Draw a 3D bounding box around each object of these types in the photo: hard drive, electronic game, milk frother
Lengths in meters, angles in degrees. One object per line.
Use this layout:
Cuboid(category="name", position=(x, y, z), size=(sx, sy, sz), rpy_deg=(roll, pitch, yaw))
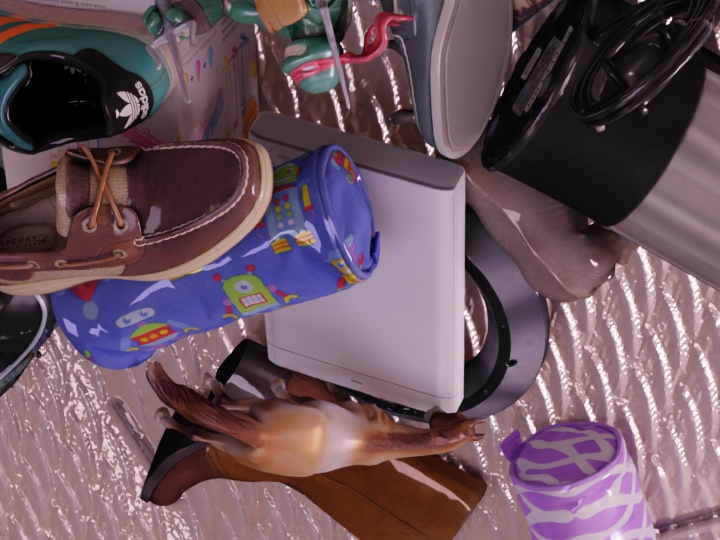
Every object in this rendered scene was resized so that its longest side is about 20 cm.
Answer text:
Cuboid(category="hard drive", position=(0.000, 0.000, 1.306), size=(0.131, 0.027, 0.201), rpy_deg=(17, 138, 17))
Cuboid(category="electronic game", position=(0.027, 0.018, 1.370), size=(0.199, 0.042, 0.201), rpy_deg=(15, 132, 18))
Cuboid(category="milk frother", position=(0.185, -0.067, 1.139), size=(0.187, 0.200, 0.181), rpy_deg=(28, 117, -10))

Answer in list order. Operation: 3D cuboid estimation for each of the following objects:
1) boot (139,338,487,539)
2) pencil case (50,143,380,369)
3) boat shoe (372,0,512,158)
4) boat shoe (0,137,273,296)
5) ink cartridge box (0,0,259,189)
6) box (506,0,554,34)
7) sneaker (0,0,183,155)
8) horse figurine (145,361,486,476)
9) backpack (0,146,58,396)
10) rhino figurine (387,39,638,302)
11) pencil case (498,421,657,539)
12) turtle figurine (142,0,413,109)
Cuboid(category="boot", position=(-0.037, 0.148, 1.482), size=(0.199, 0.069, 0.188), rpy_deg=(32, 127, -13))
Cuboid(category="pencil case", position=(-0.082, -0.002, 1.232), size=(0.199, 0.078, 0.087), rpy_deg=(-21, 127, 23))
Cuboid(category="boat shoe", position=(0.040, -0.162, 1.183), size=(0.061, 0.073, 0.201), rpy_deg=(15, 120, 33))
Cuboid(category="boat shoe", position=(-0.145, -0.033, 1.184), size=(0.199, 0.072, 0.073), rpy_deg=(-11, 72, 26))
Cuboid(category="ink cartridge box", position=(-0.140, -0.106, 1.314), size=(0.124, 0.129, 0.201), rpy_deg=(8, 123, 18))
Cuboid(category="box", position=(0.130, -0.221, 1.176), size=(0.082, 0.049, 0.200), rpy_deg=(47, 125, -9))
Cuboid(category="sneaker", position=(-0.204, -0.109, 1.207), size=(0.199, 0.080, 0.072), rpy_deg=(2, 120, 22))
Cuboid(category="horse figurine", position=(-0.038, 0.093, 1.303), size=(0.132, 0.199, 0.050), rpy_deg=(18, 98, 47))
Cuboid(category="backpack", position=(-0.286, 0.008, 1.430), size=(0.177, 0.151, 0.200), rpy_deg=(42, 119, -2))
Cuboid(category="rhino figurine", position=(0.084, -0.063, 1.268), size=(0.060, 0.088, 0.200), rpy_deg=(-36, 101, 34))
Cuboid(category="pencil case", position=(0.156, 0.196, 1.404), size=(0.085, 0.084, 0.201), rpy_deg=(10, 124, 45))
Cuboid(category="turtle figurine", position=(-0.052, -0.166, 1.158), size=(0.149, 0.100, 0.201), rpy_deg=(-24, 80, 37))
